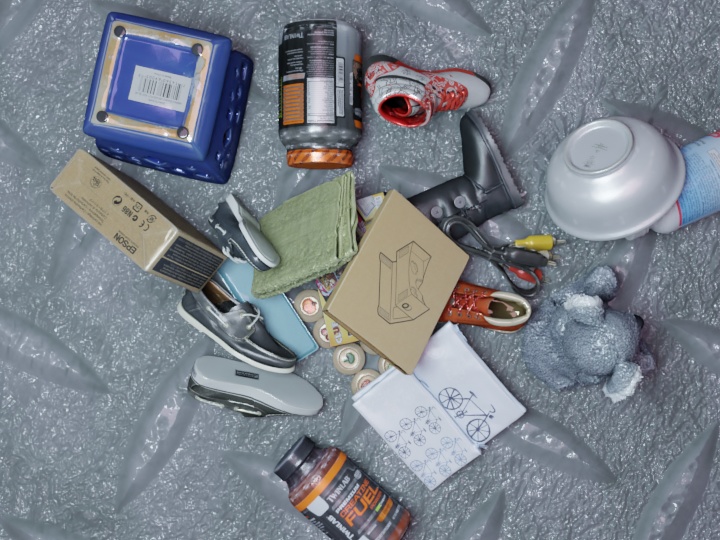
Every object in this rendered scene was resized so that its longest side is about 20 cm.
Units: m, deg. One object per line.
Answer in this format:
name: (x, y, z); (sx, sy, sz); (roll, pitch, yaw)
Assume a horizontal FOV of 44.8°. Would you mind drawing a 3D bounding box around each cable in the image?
cable: (0.204, -0.023, 1.294); (0.200, 0.050, 0.097); (15, 106, -9)

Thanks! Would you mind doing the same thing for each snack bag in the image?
snack bag: (0.119, 0.202, 1.288); (0.200, 0.021, 0.189); (-39, 95, 13)

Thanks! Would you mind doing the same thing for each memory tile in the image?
memory tile: (0.008, 0.083, 1.317); (0.153, 0.017, 0.200); (-36, 90, -1)

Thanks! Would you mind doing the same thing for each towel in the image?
towel: (-0.079, -0.044, 1.228); (0.036, 0.200, 0.149); (30, 50, -38)

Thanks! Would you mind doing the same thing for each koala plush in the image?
koala plush: (0.328, 0.101, 1.229); (0.184, 0.200, 0.178); (-24, 91, 0)

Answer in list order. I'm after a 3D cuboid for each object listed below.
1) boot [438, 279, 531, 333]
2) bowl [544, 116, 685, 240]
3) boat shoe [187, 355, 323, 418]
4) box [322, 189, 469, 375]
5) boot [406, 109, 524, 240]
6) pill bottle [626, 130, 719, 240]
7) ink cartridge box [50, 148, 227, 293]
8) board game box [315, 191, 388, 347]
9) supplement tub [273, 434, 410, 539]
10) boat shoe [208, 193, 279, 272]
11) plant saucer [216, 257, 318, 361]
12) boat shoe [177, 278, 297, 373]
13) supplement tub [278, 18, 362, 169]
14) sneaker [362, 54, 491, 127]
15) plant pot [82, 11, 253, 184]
boot: (0.151, 0.045, 1.272); (0.200, 0.107, 0.075); (9, 85, 0)
bowl: (0.344, -0.148, 1.228); (0.201, 0.201, 0.090); (-41, 135, 0)
boat shoe: (-0.156, 0.182, 1.296); (0.200, 0.071, 0.064); (18, 123, -9)
box: (0.054, 0.017, 1.197); (0.163, 0.021, 0.200); (39, 66, -25)
boot: (0.118, -0.123, 1.298); (0.200, 0.066, 0.165); (-27, 89, 4)
pill bottle: (0.468, -0.121, 1.276); (0.200, 0.109, 0.109); (-23, 91, -1)
ink cartridge box: (-0.303, -0.065, 1.210); (0.200, 0.165, 0.075); (37, 89, 20)
board game box: (0.000, 0.000, 1.268); (0.135, 0.035, 0.200); (-14, 84, 21)
supplement tub: (-0.031, 0.331, 1.272); (0.200, 0.107, 0.107); (41, 90, -1)
boat shoe: (-0.169, -0.042, 1.236); (0.060, 0.200, 0.076); (-43, 119, 4)
plant saucer: (-0.142, 0.050, 1.309); (0.070, 0.019, 0.200); (-33, 89, 8)
boat shoe: (-0.174, 0.080, 1.270); (0.200, 0.072, 0.068); (34, 109, 9)
supplement tub: (-0.058, -0.250, 1.261); (0.122, 0.123, 0.200); (0, 91, -1)
sneaker: (0.103, -0.242, 1.250); (0.201, 0.108, 0.067); (8, 134, -20)
plant pot: (-0.272, -0.245, 1.230); (0.200, 0.180, 0.200); (13, 89, -1)
